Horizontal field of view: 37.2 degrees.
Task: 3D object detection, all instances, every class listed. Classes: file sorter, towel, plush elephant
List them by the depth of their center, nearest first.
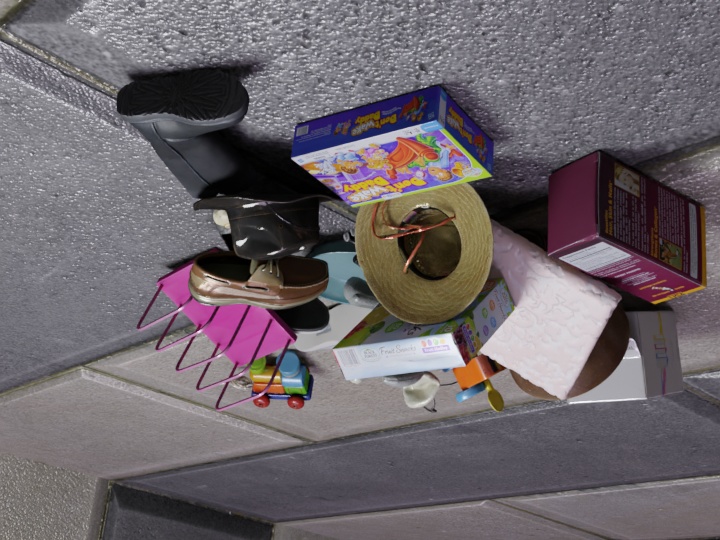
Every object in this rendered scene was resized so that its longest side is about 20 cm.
[{"bbox_3d":[0.214,0.050,1.374,0.198,0.032,0.193,30,133,16],"label":"towel"},{"bbox_3d":[0.053,0.115,1.581,0.196,0.167,0.156,0,147,-15],"label":"plush elephant"},{"bbox_3d":[-0.224,0.099,1.644,0.138,0.126,0.200,-24,119,36],"label":"file sorter"}]

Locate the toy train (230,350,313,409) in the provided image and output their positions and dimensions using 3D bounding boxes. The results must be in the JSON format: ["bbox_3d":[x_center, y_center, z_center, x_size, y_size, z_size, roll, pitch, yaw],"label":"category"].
[{"bbox_3d":[-0.195,0.200,2.049,0.196,0.086,0.116,1,146,11],"label":"toy train"}]

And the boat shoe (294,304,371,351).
[{"bbox_3d":[-0.025,0.099,1.790,0.198,0.073,0.068,-23,165,38],"label":"boat shoe"}]

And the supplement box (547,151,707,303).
[{"bbox_3d":[0.325,-0.048,1.300,0.198,0.112,0.085,21,152,-31],"label":"supplement box"}]

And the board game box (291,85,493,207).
[{"bbox_3d":[0.038,-0.139,1.245,0.198,0.045,0.134,-10,152,33],"label":"board game box"}]

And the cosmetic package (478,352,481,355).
[{"bbox_3d":[0.147,0.089,1.710,0.196,0.074,0.104,0,155,15],"label":"cosmetic package"}]

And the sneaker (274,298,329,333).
[{"bbox_3d":[-0.142,0.086,1.754,0.197,0.085,0.121,10,153,10],"label":"sneaker"}]

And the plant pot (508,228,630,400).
[{"bbox_3d":[0.250,0.044,1.475,0.185,0.189,0.201,-9,136,32],"label":"plant pot"}]

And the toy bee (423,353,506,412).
[{"bbox_3d":[0.172,0.145,1.627,0.108,0.133,0.199,-23,-167,-29],"label":"toy bee"}]

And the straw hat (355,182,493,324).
[{"bbox_3d":[0.095,-0.034,1.338,0.198,0.205,0.085,-8,174,31],"label":"straw hat"}]

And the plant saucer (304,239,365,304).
[{"bbox_3d":[0.000,0.000,1.587,0.196,0.037,0.201,4,156,2],"label":"plant saucer"}]

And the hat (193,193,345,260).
[{"bbox_3d":[-0.112,-0.055,1.358,0.197,0.082,0.201,-3,-177,0],"label":"hat"}]

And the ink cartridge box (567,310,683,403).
[{"bbox_3d":[0.386,0.129,1.599,0.127,0.128,0.199,-9,173,34],"label":"ink cartridge box"}]

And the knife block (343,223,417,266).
[{"bbox_3d":[0.067,-0.001,1.469,0.172,0.065,0.202,-4,140,1],"label":"knife block"}]

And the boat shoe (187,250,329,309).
[{"bbox_3d":[-0.141,0.006,1.488,0.196,0.077,0.074,-4,143,-10],"label":"boat shoe"}]

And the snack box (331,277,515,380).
[{"bbox_3d":[0.079,0.075,1.368,0.198,0.142,0.054,-11,112,41],"label":"snack box"}]

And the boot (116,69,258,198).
[{"bbox_3d":[-0.169,-0.148,1.248,0.162,0.067,0.200,6,155,22],"label":"boot"}]

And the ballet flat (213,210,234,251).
[{"bbox_3d":[-0.164,-0.038,1.514,0.065,0.058,0.201,1,156,9],"label":"ballet flat"}]
